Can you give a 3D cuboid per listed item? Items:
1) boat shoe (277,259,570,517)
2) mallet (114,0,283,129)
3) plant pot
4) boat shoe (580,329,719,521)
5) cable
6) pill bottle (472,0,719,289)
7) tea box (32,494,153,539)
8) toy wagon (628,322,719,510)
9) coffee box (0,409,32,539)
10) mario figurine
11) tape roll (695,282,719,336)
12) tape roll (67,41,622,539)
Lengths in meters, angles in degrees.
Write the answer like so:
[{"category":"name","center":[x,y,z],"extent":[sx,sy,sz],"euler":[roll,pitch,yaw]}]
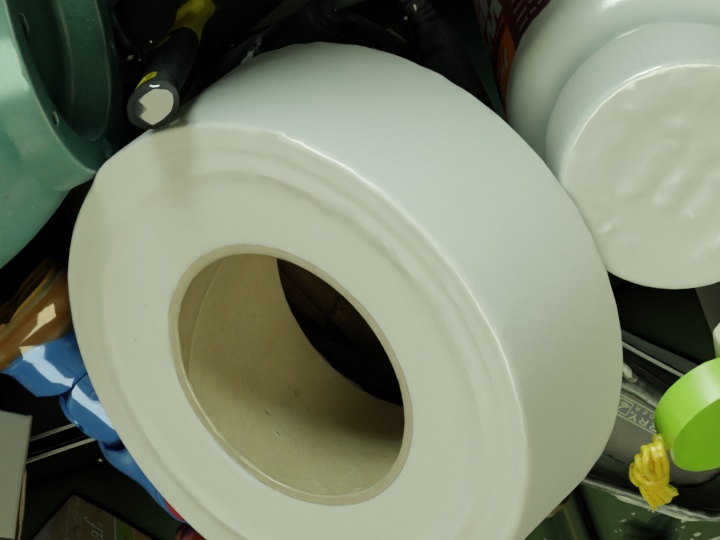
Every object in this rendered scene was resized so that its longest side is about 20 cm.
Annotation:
[{"category":"boat shoe","center":[0.003,0.034,1.222],"extent":[0.068,0.072,0.200],"euler":[-43,78,17]},{"category":"mallet","center":[-0.074,-0.080,1.110],"extent":[0.066,0.200,0.041],"euler":[-33,103,19]},{"category":"plant pot","center":[-0.167,-0.076,1.085],"extent":[0.134,0.201,0.201],"euler":[-13,121,13]},{"category":"boat shoe","center":[0.081,0.056,1.274],"extent":[0.199,0.068,0.074],"euler":[28,113,-18]},{"category":"cable","center":[0.000,0.000,1.142],"extent":[0.163,0.051,0.201],"euler":[-27,89,34]},{"category":"pill bottle","center":[0.104,-0.082,1.121],"extent":[0.109,0.200,0.110],"euler":[-2,120,-4]},{"category":"tea box","center":[-0.085,0.240,1.289],"extent":[0.196,0.200,0.134],"euler":[33,113,-22]},{"category":"toy wagon","center":[0.183,0.023,1.083],"extent":[0.199,0.040,0.155],"euler":[-24,145,-4]},{"category":"coffee box","center":[-0.245,0.100,1.239],"extent":[0.199,0.080,0.113],"euler":[11,145,-12]},{"category":"mario figurine","center":[-0.059,0.066,1.240],"extent":[0.200,0.124,0.106],"euler":[44,122,-10]},{"category":"tape roll","center":[0.241,0.004,1.221],"extent":[0.202,0.139,0.204],"euler":[-2,120,-4]},{"category":"tape roll","center":[-0.007,0.023,1.079],"extent":[0.202,0.071,0.203],"euler":[20,128,27]}]
